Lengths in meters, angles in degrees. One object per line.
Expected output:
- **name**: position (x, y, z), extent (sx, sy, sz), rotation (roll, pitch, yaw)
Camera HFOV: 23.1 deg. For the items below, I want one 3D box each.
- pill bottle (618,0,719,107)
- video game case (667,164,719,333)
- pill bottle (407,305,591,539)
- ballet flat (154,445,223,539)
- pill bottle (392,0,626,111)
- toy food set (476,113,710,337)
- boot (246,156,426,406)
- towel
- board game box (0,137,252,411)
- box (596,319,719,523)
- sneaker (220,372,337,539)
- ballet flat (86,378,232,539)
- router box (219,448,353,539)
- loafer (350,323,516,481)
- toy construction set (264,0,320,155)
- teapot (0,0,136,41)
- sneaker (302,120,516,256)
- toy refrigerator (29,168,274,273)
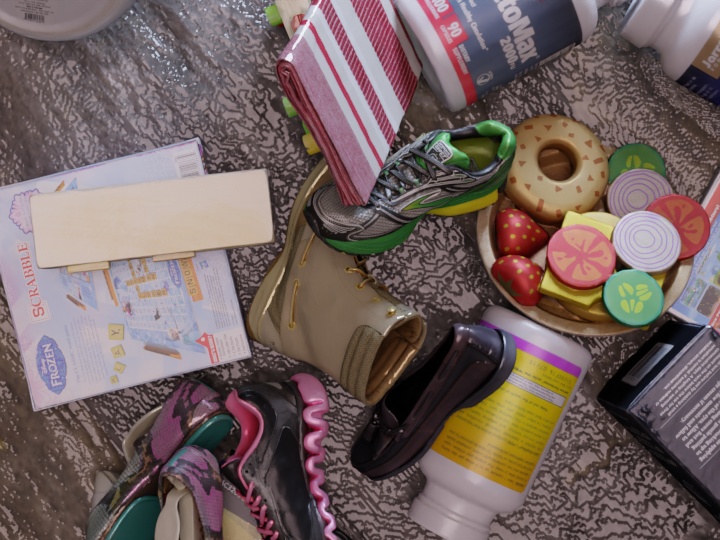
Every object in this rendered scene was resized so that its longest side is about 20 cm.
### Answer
- **pill bottle**: position (0.334, -0.197, 1.537), extent (0.200, 0.116, 0.116), rotation (29, 90, -1)
- **video game case**: position (0.377, 0.014, 1.589), extent (0.200, 0.017, 0.143), rotation (30, 90, -2)
- **pill bottle**: position (0.116, 0.139, 1.538), extent (0.104, 0.104, 0.201), rotation (26, 89, -2)
- **ballet flat**: position (-0.143, 0.248, 1.478), extent (0.069, 0.071, 0.201), rotation (4, 106, 33)
- **pill bottle**: position (0.137, -0.235, 1.529), extent (0.200, 0.120, 0.120), rotation (-29, 91, -1)
- **toy food set**: position (0.200, -0.035, 1.533), extent (0.197, 0.049, 0.200), rotation (19, 62, 4)
- **boot**: position (0.000, 0.000, 1.511), extent (0.155, 0.073, 0.201), rotation (29, 94, 38)
- **towel**: position (-0.007, -0.164, 1.428), extent (0.023, 0.200, 0.144), rotation (-10, 125, 27)
- **board game box**: position (-0.214, 0.003, 1.558), extent (0.199, 0.041, 0.201), rotation (-13, 91, -2)
- **box**: position (0.318, 0.148, 1.525), extent (0.200, 0.148, 0.104), rotation (45, 89, -3)
- **sneaker**: position (-0.075, 0.186, 1.485), extent (0.095, 0.079, 0.201), rotation (4, 73, -31)
- **ballet flat**: position (-0.189, 0.180, 1.539), extent (0.071, 0.069, 0.200), rotation (40, 98, 30)
- **router box**: position (-0.083, 0.281, 1.559), extent (0.200, 0.052, 0.157), rotation (36, 89, -2)
- **loafer**: position (0.047, 0.106, 1.502), extent (0.063, 0.072, 0.200), rotation (25, 129, -30)
- **toy construction set**: position (-0.037, -0.198, 1.513), extent (0.092, 0.131, 0.201), rotation (-7, 94, 9)
- **teapot**: position (-0.251, -0.302, 1.509), extent (0.197, 0.146, 0.200), rotation (-31, 110, 27)
- **sneaker**: position (0.041, -0.079, 1.464), extent (0.200, 0.085, 0.078), rotation (-24, 67, -24)
- **toy refrigerator**: position (-0.174, -0.040, 1.501), extent (0.199, 0.076, 0.070), rotation (-6, 90, -3)
